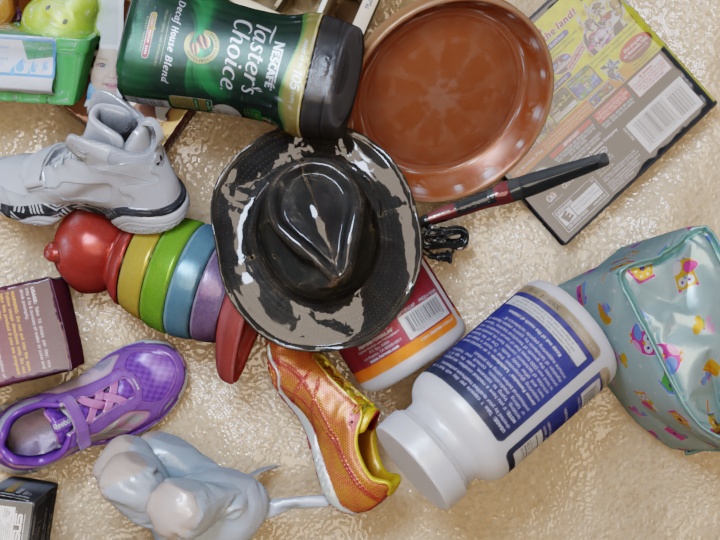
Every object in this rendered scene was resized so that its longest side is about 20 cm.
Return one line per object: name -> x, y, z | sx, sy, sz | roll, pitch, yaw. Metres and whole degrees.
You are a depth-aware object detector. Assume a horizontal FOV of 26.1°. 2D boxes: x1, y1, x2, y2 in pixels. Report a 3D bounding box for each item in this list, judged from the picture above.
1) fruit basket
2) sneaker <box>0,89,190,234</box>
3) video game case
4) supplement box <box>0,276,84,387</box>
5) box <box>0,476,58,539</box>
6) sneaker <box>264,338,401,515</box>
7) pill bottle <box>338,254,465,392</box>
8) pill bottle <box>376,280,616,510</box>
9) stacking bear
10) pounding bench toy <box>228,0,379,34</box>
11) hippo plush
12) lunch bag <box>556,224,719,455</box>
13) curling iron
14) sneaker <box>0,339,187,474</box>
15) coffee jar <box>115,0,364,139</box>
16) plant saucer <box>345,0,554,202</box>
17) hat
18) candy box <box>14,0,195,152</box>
fruit basket -> -0.294, -0.243, 1.334 | 0.184, 0.094, 0.201 | 4, 110, -2
sneaker -> -0.249, -0.099, 1.348 | 0.199, 0.115, 0.075 | 8, 47, 14
video game case -> 0.204, -0.157, 1.467 | 0.200, 0.026, 0.181 | -43, 92, -2
supplement box -> -0.356, 0.068, 1.384 | 0.199, 0.110, 0.086 | -13, 90, -4
box -> -0.310, 0.288, 1.358 | 0.048, 0.158, 0.201 | 8, 88, -4
sneaker -> -0.024, 0.120, 1.410 | 0.077, 0.073, 0.201 | -30, 84, 21
pill bottle -> 0.000, 0.000, 1.407 | 0.113, 0.113, 0.201 | -32, 90, -4
pill bottle -> 0.117, 0.111, 1.360 | 0.200, 0.116, 0.116 | -39, 92, -15
stacking bear -> -0.182, 0.001, 1.398 | 0.199, 0.114, 0.122 | 19, 48, 8
pounding bench toy -> -0.069, -0.237, 1.400 | 0.155, 0.124, 0.201 | 23, 88, -3
hippo plush -> -0.167, 0.244, 1.386 | 0.159, 0.199, 0.162 | 26, 101, 40
lunch bag -> 0.284, 0.073, 1.394 | 0.122, 0.170, 0.201 | -29, 90, -15
curling iron -> 0.139, -0.064, 1.442 | 0.199, 0.026, 0.050 | -27, 113, -4
sneaker -> -0.249, 0.128, 1.401 | 0.199, 0.088, 0.081 | -25, 89, -5
coffee jar -> -0.099, -0.175, 1.306 | 0.199, 0.085, 0.105 | 12, 83, 4
plant saucer -> 0.077, -0.156, 1.391 | 0.199, 0.032, 0.201 | -10, 123, -15
hat -> -0.032, -0.034, 1.306 | 0.199, 0.081, 0.202 | 1, 82, -8
candy box -> -0.240, -0.194, 1.423 | 0.200, 0.056, 0.117 | 36, 88, -1
